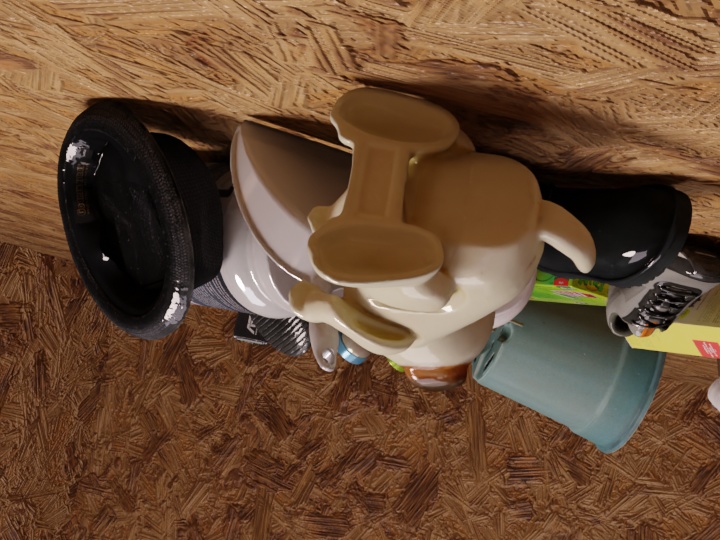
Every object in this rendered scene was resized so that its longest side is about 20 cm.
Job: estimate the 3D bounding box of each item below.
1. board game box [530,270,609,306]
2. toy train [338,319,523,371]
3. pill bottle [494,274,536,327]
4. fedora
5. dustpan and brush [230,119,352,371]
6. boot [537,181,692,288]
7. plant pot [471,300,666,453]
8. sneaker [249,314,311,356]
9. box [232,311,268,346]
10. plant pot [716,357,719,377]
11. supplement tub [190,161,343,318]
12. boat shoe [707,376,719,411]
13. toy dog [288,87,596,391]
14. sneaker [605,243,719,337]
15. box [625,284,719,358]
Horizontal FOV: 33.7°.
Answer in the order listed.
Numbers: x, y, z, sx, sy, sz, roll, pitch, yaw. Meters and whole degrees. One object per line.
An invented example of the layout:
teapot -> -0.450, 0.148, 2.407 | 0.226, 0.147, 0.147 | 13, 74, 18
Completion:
board game box -> 0.195, 0.002, 1.264 | 0.101, 0.048, 0.199 | 16, 173, -32
toy train -> 0.075, 0.072, 1.314 | 0.199, 0.085, 0.116 | 19, 132, -35
pill bottle -> 0.105, 0.002, 1.127 | 0.113, 0.116, 0.200 | 12, 175, -1
fedora -> -0.174, -0.048, 1.013 | 0.199, 0.203, 0.091 | 7, -162, 45
dustpan and brush -> -0.031, -0.015, 0.895 | 0.138, 0.057, 0.201 | 15, -142, -28
boot -> 0.121, -0.046, 0.866 | 0.161, 0.074, 0.198 | 21, 170, -20
plant pot -> 0.257, 0.105, 1.517 | 0.194, 0.202, 0.200 | 20, 174, -7
sneaker -> -0.096, -0.002, 1.334 | 0.074, 0.201, 0.088 | -34, 171, 33
box -> -0.121, 0.011, 1.479 | 0.044, 0.162, 0.200 | 11, 175, -4
plant pot -> 0.458, 0.160, 1.221 | 0.198, 0.201, 0.200 | -1, -172, 0
supplement tub -> -0.102, -0.030, 1.112 | 0.140, 0.142, 0.199 | 17, 173, -43
boat shoe -> 0.392, 0.068, 1.042 | 0.199, 0.074, 0.065 | -27, -151, -14
toy dog -> 0.048, -0.007, 0.796 | 0.192, 0.141, 0.201 | 0, 151, -2
sneaker -> 0.278, 0.019, 1.082 | 0.073, 0.080, 0.200 | 13, 169, -5
box -> 0.350, 0.045, 1.172 | 0.199, 0.075, 0.050 | 4, 137, 53
